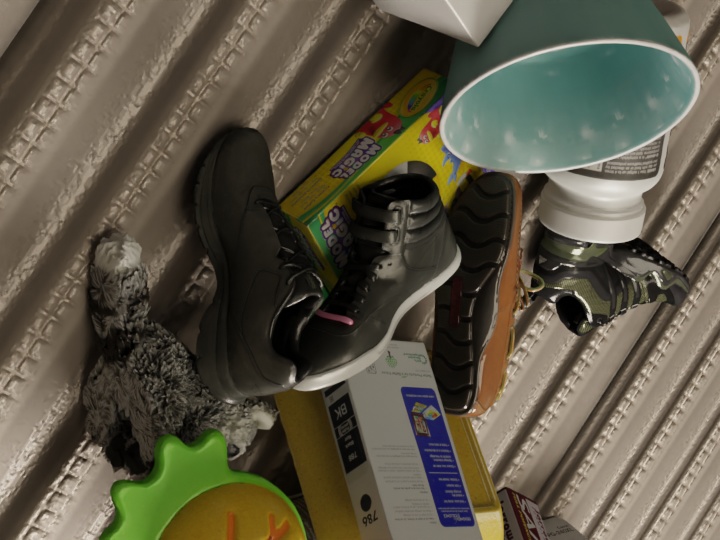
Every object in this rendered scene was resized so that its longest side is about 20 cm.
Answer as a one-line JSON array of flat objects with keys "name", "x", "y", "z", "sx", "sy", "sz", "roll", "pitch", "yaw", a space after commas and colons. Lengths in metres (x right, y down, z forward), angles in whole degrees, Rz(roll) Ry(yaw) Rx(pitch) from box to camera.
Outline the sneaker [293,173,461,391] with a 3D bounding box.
[{"name": "sneaker", "x": 0.000, "y": 0.000, "z": 1.105, "sx": 0.200, "sy": 0.070, "sz": 0.100, "roll": -43, "pitch": 134, "yaw": -34}]

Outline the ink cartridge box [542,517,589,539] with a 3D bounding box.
[{"name": "ink cartridge box", "x": 0.165, "y": 0.373, "z": 1.514, "sx": 0.144, "sy": 0.083, "sz": 0.202, "roll": -6, "pitch": 116, "yaw": -40}]

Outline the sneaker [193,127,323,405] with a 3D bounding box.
[{"name": "sneaker", "x": -0.068, "y": -0.005, "z": 1.066, "sx": 0.076, "sy": 0.090, "sz": 0.203, "roll": 3, "pitch": 81, "yaw": -55}]

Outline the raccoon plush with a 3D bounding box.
[{"name": "raccoon plush", "x": -0.125, "y": 0.066, "z": 1.091, "sx": 0.133, "sy": 0.096, "sz": 0.202, "roll": -16, "pitch": 122, "yaw": -45}]

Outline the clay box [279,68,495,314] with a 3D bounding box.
[{"name": "clay box", "x": 0.016, "y": -0.053, "z": 1.181, "sx": 0.200, "sy": 0.047, "sz": 0.115, "roll": -46, "pitch": 135, "yaw": -16}]

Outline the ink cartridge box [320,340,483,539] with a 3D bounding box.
[{"name": "ink cartridge box", "x": 0.032, "y": 0.149, "z": 1.129, "sx": 0.099, "sy": 0.202, "sz": 0.039, "roll": 9, "pitch": 144, "yaw": -41}]

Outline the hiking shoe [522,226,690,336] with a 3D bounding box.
[{"name": "hiking shoe", "x": 0.232, "y": 0.014, "z": 1.406, "sx": 0.199, "sy": 0.076, "sz": 0.101, "roll": 17, "pitch": 108, "yaw": -36}]

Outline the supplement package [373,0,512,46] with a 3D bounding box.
[{"name": "supplement package", "x": 0.036, "y": -0.276, "z": 1.029, "sx": 0.122, "sy": 0.119, "sz": 0.200, "roll": -52, "pitch": 135, "yaw": -9}]

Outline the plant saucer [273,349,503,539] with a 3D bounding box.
[{"name": "plant saucer", "x": 0.033, "y": 0.145, "z": 1.201, "sx": 0.199, "sy": 0.202, "sz": 0.048, "roll": 3, "pitch": 150, "yaw": -43}]

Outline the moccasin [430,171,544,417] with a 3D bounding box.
[{"name": "moccasin", "x": 0.105, "y": 0.020, "z": 1.211, "sx": 0.077, "sy": 0.073, "sz": 0.204, "roll": -5, "pitch": 99, "yaw": -56}]

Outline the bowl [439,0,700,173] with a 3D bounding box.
[{"name": "bowl", "x": 0.151, "y": -0.166, "z": 1.125, "sx": 0.200, "sy": 0.200, "sz": 0.106, "roll": 17, "pitch": 57, "yaw": -45}]

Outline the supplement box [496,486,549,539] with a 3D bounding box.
[{"name": "supplement box", "x": 0.082, "y": 0.294, "z": 1.317, "sx": 0.199, "sy": 0.110, "sz": 0.061, "roll": -35, "pitch": 140, "yaw": 20}]

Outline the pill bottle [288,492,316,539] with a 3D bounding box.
[{"name": "pill bottle", "x": -0.057, "y": 0.247, "z": 1.226, "sx": 0.198, "sy": 0.110, "sz": 0.112, "roll": -11, "pitch": 119, "yaw": -38}]

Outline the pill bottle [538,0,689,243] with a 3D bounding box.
[{"name": "pill bottle", "x": 0.213, "y": -0.134, "z": 1.268, "sx": 0.115, "sy": 0.116, "sz": 0.202, "roll": -12, "pitch": 119, "yaw": -37}]

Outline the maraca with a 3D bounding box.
[{"name": "maraca", "x": -0.108, "y": 0.202, "z": 1.056, "sx": 0.137, "sy": 0.107, "sz": 0.201, "roll": -46, "pitch": 126, "yaw": -20}]
